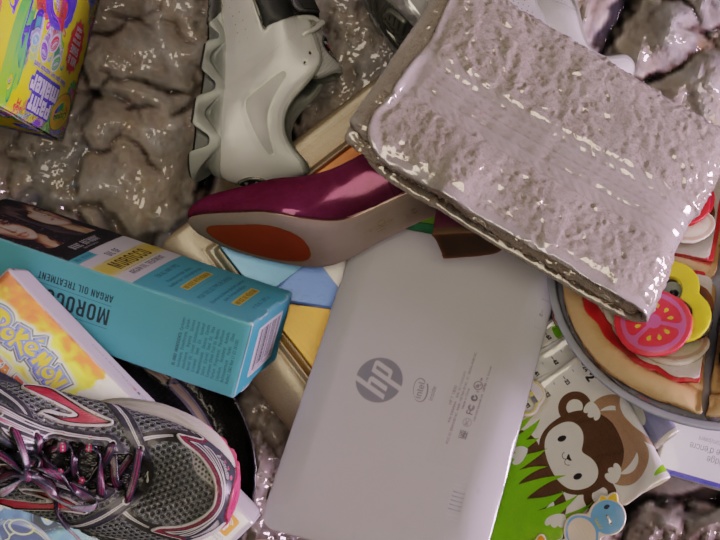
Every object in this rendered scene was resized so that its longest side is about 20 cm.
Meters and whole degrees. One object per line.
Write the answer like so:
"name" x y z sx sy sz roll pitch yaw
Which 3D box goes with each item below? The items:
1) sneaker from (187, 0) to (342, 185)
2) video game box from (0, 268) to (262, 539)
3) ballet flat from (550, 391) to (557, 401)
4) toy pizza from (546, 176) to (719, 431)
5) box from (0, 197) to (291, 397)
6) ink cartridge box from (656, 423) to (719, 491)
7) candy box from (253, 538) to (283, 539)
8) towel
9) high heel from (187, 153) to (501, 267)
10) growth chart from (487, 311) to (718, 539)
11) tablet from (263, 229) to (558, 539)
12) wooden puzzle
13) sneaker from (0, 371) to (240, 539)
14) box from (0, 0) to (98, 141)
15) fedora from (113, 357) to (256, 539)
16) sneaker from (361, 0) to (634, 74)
"sneaker" -0.052 -0.151 0.815 0.088 0.074 0.201 6 92 5
"video game box" -0.189 0.132 0.733 0.200 0.047 0.182 45 87 1
"ballet flat" 0.136 0.064 0.812 0.068 0.068 0.200 26 89 -1
"toy pizza" 0.208 -0.001 0.752 0.200 0.032 0.201 -3 56 4
"box" -0.149 0.013 0.790 0.199 0.082 0.049 18 106 9
"ink cartridge box" 0.299 0.054 0.824 0.197 0.047 0.201 16 90 0
"candy box" 0.004 0.243 0.758 0.200 0.056 0.117 12 88 45
"towel" 0.103 -0.073 0.739 0.200 0.034 0.133 30 70 3
"high heel" -0.004 -0.056 0.792 0.199 0.067 0.096 2 63 9
"growth chart" 0.107 0.098 0.752 0.200 0.018 0.145 -40 57 -5
"tablet" 0.032 0.071 0.763 0.130 0.014 0.200 13 67 14
"wooden puzzle" 0.000 0.000 0.831 0.200 0.037 0.185 -38 89 0
"sneaker" -0.161 0.100 0.674 0.199 0.075 0.081 12 88 0
"box" -0.273 -0.165 0.755 0.192 0.200 0.122 14 88 0
"fedora" -0.164 0.121 0.800 0.200 0.092 0.201 0 89 1
"sneaker" 0.086 -0.157 0.823 0.200 0.078 0.099 39 79 -4
